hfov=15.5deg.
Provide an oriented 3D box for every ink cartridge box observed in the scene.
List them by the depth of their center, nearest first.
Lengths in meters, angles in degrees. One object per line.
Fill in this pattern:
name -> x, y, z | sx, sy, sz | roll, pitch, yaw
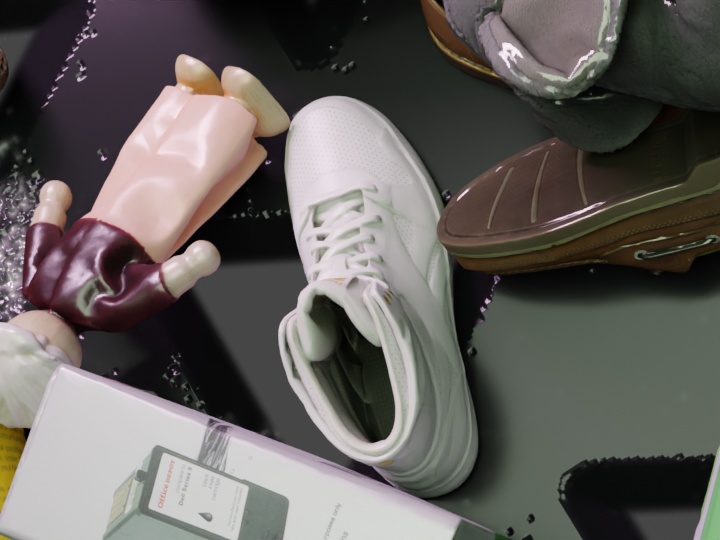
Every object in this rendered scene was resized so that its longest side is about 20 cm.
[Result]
ink cartridge box -> -0.041, 0.120, 1.185 | 0.199, 0.146, 0.084 | 20, 86, 19

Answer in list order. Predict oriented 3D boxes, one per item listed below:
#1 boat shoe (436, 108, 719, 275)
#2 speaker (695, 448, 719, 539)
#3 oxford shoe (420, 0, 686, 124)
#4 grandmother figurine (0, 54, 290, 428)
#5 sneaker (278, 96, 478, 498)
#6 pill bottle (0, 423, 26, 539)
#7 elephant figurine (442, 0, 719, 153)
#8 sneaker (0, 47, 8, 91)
boat shoe -> 0.132, -0.027, 1.201 | 0.199, 0.068, 0.072 | -15, 39, 29
speaker -> 0.197, 0.091, 1.148 | 0.088, 0.088, 0.201 | 14, 83, 18
oxford shoe -> 0.118, -0.103, 1.225 | 0.199, 0.071, 0.072 | 14, 82, 16
grandmother figurine -> -0.112, -0.009, 1.239 | 0.121, 0.061, 0.200 | 11, 58, 50
sneaker -> 0.000, 0.000, 1.213 | 0.073, 0.116, 0.201 | -21, 73, 12
pill bottle -> -0.209, 0.112, 1.250 | 0.111, 0.111, 0.201 | -15, 76, 12
elephant figurine -> 0.099, -0.117, 1.147 | 0.199, 0.142, 0.155 | -18, 35, 18
sneaker -> -0.264, -0.126, 1.347 | 0.200, 0.070, 0.076 | 37, 109, 22
